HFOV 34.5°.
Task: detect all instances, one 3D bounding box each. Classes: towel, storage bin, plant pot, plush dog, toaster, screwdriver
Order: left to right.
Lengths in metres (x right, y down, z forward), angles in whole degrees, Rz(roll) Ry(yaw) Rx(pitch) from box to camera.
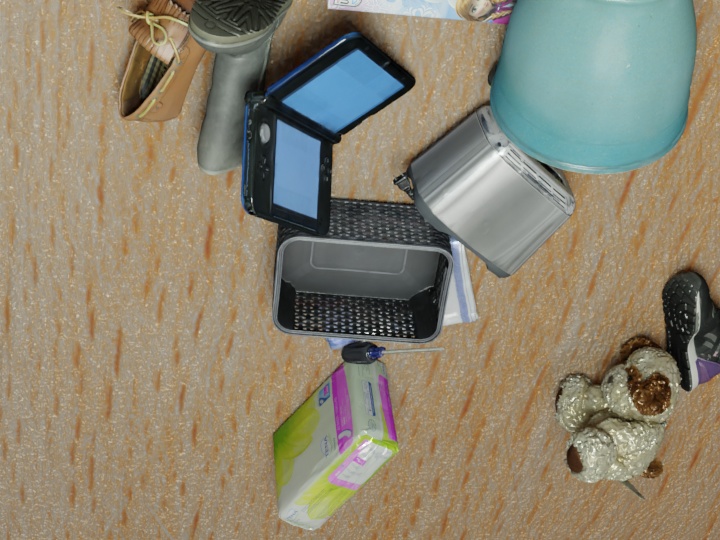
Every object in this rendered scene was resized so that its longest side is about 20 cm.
[{"bbox_3d":[0.000,0.000,1.349,0.199,0.094,0.136,5,123,-5],"label":"storage bin"},{"bbox_3d":[0.036,0.095,1.396,0.029,0.028,0.200,53,149,-13],"label":"screwdriver"},{"bbox_3d":[0.042,0.028,1.443,0.199,0.024,0.147,-11,131,2],"label":"towel"},{"bbox_3d":[0.144,-0.094,1.293,0.200,0.114,0.129,36,114,-29],"label":"toaster"},{"bbox_3d":[0.230,-0.229,1.106,0.199,0.201,0.188,-5,141,-3],"label":"plant pot"},{"bbox_3d":[0.355,0.179,1.502,0.160,0.200,0.172,22,113,-6],"label":"plush dog"}]

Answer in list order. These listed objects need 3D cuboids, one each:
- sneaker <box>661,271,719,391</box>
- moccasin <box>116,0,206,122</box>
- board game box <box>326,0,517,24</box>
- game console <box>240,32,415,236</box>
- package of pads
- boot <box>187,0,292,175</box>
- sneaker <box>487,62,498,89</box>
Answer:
[{"bbox_3d":[0.449,0.065,1.511,0.087,0.076,0.200,-22,136,-8],"label":"sneaker"},{"bbox_3d":[-0.197,-0.232,1.146,0.078,0.074,0.202,-20,153,-43],"label":"moccasin"},{"bbox_3d":[0.076,-0.340,1.112,0.198,0.043,0.200,3,131,-9],"label":"board game box"},{"bbox_3d":[-0.027,-0.130,1.177,0.118,0.171,0.200,0,174,21],"label":"game console"},{"bbox_3d":[-0.035,0.227,1.518,0.068,0.155,0.200,26,123,-27],"label":"package of pads"},{"bbox_3d":[-0.134,-0.183,1.150,0.072,0.182,0.200,35,125,9],"label":"boot"},{"bbox_3d":[0.225,-0.173,1.258,0.199,0.078,0.090,13,135,-15],"label":"sneaker"}]
